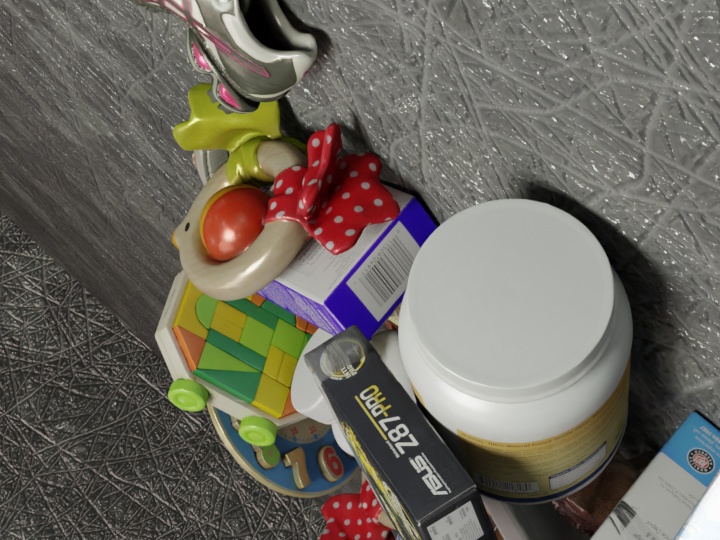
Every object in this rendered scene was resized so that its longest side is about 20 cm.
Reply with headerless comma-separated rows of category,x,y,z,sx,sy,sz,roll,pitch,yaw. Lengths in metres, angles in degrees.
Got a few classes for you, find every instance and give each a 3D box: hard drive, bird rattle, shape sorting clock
hard drive,0.117,0.145,1.090,0.201,0.026,0.132,60,-154,12
bird rattle,-0.067,-0.047,1.053,0.112,0.163,0.200,31,-172,-47
shape sorting clock,-0.060,0.103,1.253,0.200,0.200,0.039,46,132,-14
bird rattle,0.033,0.185,1.329,0.112,0.201,0.163,29,157,-27

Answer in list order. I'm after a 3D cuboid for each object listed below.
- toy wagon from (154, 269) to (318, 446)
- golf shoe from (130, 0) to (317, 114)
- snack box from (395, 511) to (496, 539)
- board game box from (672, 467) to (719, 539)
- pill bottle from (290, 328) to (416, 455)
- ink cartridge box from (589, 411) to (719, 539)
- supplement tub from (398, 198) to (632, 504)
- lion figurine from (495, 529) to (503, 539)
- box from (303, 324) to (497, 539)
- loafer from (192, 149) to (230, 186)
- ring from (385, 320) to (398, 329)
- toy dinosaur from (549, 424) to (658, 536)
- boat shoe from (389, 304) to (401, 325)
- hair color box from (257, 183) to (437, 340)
toy wagon,-0.078,0.071,1.200,0.199,0.156,0.040,30,142,-20
golf shoe,-0.107,-0.196,0.914,0.200,0.077,0.088,45,146,-19
snack box,0.072,0.221,1.185,0.071,0.024,0.201,11,137,-4
board game box,0.269,0.214,0.816,0.200,0.200,0.043,36,-161,24
pill bottle,0.046,0.118,1.175,0.199,0.113,0.112,26,173,-24
ink cartridge box,0.206,0.213,0.948,0.116,0.200,0.068,39,165,14
supplement tub,0.100,0.055,0.893,0.144,0.145,0.200,36,165,23
lion figurine,0.135,0.212,1.239,0.072,0.200,0.122,45,-160,6
box,0.042,0.152,0.935,0.161,0.049,0.201,55,172,42
loafer,-0.106,-0.084,1.213,0.063,0.072,0.200,42,170,34
ring,0.043,0.043,1.271,0.200,0.019,0.201,41,166,13
toy dinosaur,0.177,0.171,1.040,0.200,0.136,0.086,41,166,8
boat shoe,0.000,0.000,1.142,0.199,0.074,0.063,14,164,44
hair color box,-0.035,-0.023,1.103,0.200,0.109,0.065,27,161,50
